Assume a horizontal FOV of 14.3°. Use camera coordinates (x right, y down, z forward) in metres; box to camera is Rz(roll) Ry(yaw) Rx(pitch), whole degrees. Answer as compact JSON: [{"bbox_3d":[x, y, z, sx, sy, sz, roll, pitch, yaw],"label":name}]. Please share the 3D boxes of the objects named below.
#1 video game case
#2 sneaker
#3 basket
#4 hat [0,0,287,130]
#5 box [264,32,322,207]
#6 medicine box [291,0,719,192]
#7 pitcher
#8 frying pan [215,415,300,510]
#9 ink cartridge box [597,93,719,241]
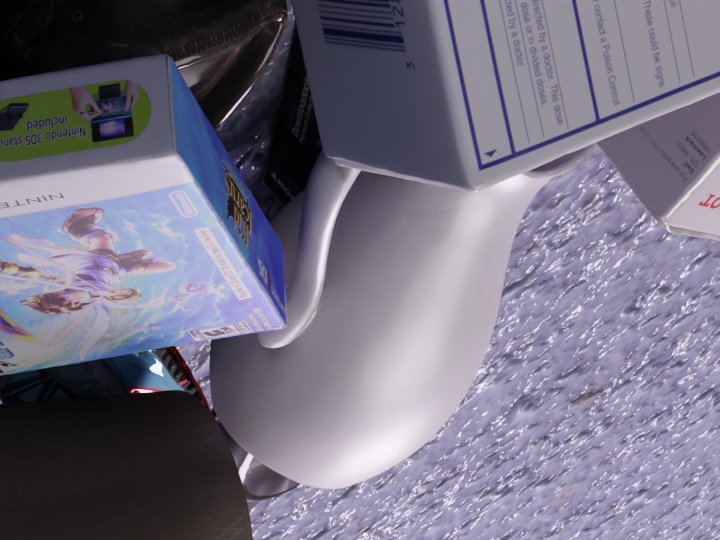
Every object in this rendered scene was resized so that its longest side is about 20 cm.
[{"bbox_3d":[-0.137,-0.013,1.144,0.180,0.046,0.200,-8,158,9],"label":"video game case"},{"bbox_3d":[-0.126,0.067,1.376,0.095,0.079,0.200,-27,145,-1],"label":"sneaker"},{"bbox_3d":[-0.159,0.125,1.250,0.199,0.181,0.136,-12,141,-26],"label":"basket"},{"bbox_3d":[-0.085,-0.097,1.142,0.200,0.081,0.201,-30,151,-18],"label":"hat"},{"bbox_3d":[0.036,-0.116,1.317,0.143,0.036,0.200,-24,152,-27],"label":"box"},{"bbox_3d":[0.074,-0.151,1.136,0.199,0.103,0.183,-23,110,-30],"label":"medicine box"},{"bbox_3d":[0.000,0.000,1.289,0.171,0.121,0.200,-3,131,-56],"label":"pitcher"},{"bbox_3d":[-0.068,0.111,1.557,0.190,0.031,0.115,-43,152,2],"label":"frying pan"},{"bbox_3d":[0.231,-0.114,1.511,0.200,0.084,0.146,-49,152,20],"label":"ink cartridge box"}]
